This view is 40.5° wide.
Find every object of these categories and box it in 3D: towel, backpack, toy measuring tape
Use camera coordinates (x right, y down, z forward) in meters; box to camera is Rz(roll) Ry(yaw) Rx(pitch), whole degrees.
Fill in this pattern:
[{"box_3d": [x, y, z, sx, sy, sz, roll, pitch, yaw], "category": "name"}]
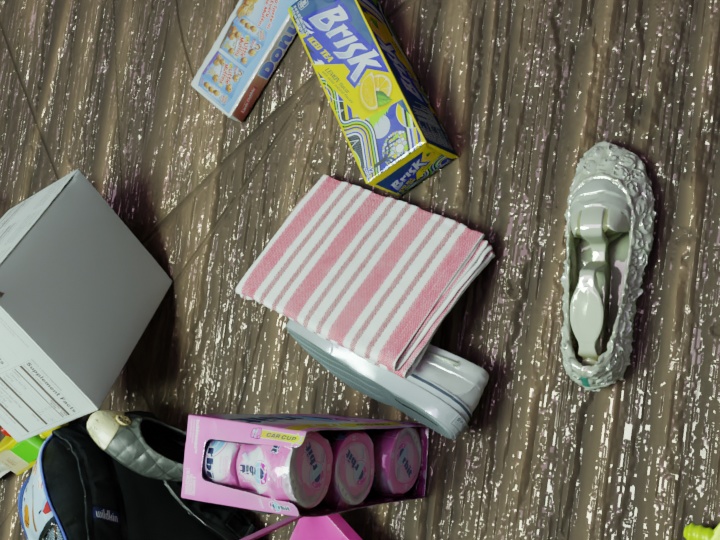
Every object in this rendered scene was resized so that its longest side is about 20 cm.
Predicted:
[{"box_3d": [0.000, 0.000, 0.855, 0.200, 0.030, 0.147, 24, 66, 34], "category": "towel"}, {"box_3d": [-0.224, 0.234, 0.914, 0.154, 0.200, 0.191, -47, 59, 32], "category": "backpack"}, {"box_3d": [-0.373, 0.188, 1.079, 0.200, 0.073, 0.074, -31, 67, 43], "category": "toy measuring tape"}]

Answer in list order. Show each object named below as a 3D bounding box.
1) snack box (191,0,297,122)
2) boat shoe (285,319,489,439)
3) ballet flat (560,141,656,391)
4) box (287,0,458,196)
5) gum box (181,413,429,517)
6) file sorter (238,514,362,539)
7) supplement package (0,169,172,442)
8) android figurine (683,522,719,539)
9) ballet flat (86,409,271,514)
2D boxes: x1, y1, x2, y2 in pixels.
[{"box_3d": [-0.096, -0.253, 0.985, 0.072, 0.024, 0.200, 41, 104, 30], "category": "snack box"}, {"box_3d": [0.024, 0.076, 0.851, 0.200, 0.074, 0.067, 29, 71, 31], "category": "boat shoe"}, {"box_3d": [0.188, -0.007, 0.755, 0.072, 0.072, 0.201, 0, 83, 31], "category": "ballet flat"}, {"box_3d": [0.009, -0.173, 0.888, 0.070, 0.064, 0.201, -33, 67, 23], "category": "box"}, {"box_3d": [-0.042, 0.154, 0.792, 0.113, 0.200, 0.066, 0, 83, 33], "category": "gum box"}, {"box_3d": [-0.035, 0.316, 0.789, 0.200, 0.125, 0.139, 42, 124, 29], "category": "file sorter"}, {"box_3d": [-0.299, 0.031, 0.940, 0.111, 0.156, 0.200, -23, 27, 27], "category": "supplement package"}, {"box_3d": [0.315, 0.227, 0.659, 0.199, 0.041, 0.183, 7, 87, 31], "category": "android figurine"}, {"box_3d": [-0.150, 0.164, 0.890, 0.199, 0.067, 0.057, 22, 115, -11], "category": "ballet flat"}]
